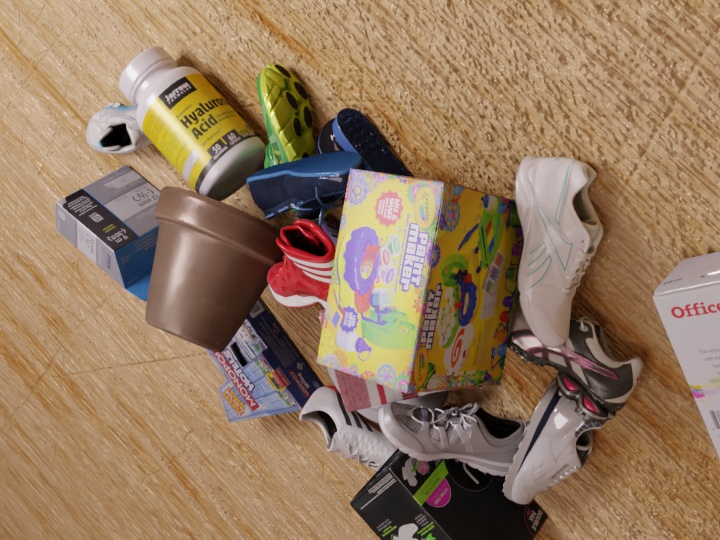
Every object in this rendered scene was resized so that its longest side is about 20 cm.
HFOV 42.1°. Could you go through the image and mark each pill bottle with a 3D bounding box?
[{"bbox_3d":[-0.227,-0.197,1.244,0.200,0.111,0.112,46,138,8],"label":"pill bottle"}]

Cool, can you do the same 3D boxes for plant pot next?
[{"bbox_3d":[-0.205,0.007,1.247,0.197,0.178,0.200,22,174,2],"label":"plant pot"}]

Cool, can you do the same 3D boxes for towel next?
[{"bbox_3d":[0.059,0.091,1.143,0.196,0.023,0.146,-12,117,3],"label":"towel"}]

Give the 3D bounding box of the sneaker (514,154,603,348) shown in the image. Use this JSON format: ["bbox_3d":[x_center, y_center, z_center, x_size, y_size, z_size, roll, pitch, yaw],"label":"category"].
[{"bbox_3d":[0.207,-0.017,0.966,0.079,0.070,0.205,2,103,31],"label":"sneaker"}]

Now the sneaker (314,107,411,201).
[{"bbox_3d":[0.016,-0.093,1.121,0.202,0.070,0.078,59,142,5],"label":"sneaker"}]

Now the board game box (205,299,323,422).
[{"bbox_3d":[-0.177,0.152,1.466,0.201,0.061,0.199,53,138,2],"label":"board game box"}]

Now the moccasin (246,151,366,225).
[{"bbox_3d":[-0.055,-0.095,1.093,0.198,0.080,0.069,3,116,55],"label":"moccasin"}]

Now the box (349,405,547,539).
[{"bbox_3d":[0.116,0.315,1.228,0.200,0.148,0.125,48,137,6],"label":"box"}]

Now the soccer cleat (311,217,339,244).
[{"bbox_3d":[0.000,0.000,1.207,0.201,0.072,0.069,55,167,25],"label":"soccer cleat"}]

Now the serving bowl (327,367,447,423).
[{"bbox_3d":[0.020,0.132,1.263,0.198,0.066,0.203,24,131,31],"label":"serving bowl"}]

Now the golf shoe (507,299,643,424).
[{"bbox_3d":[0.223,0.076,1.046,0.200,0.077,0.089,42,111,19],"label":"golf shoe"}]

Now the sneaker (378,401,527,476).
[{"bbox_3d":[0.116,0.190,1.166,0.196,0.075,0.083,15,122,-18],"label":"sneaker"}]

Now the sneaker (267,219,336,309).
[{"bbox_3d":[-0.069,-0.016,1.114,0.198,0.078,0.116,6,135,52],"label":"sneaker"}]

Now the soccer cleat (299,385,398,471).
[{"bbox_3d":[-0.002,0.248,1.345,0.199,0.085,0.069,42,137,15],"label":"soccer cleat"}]

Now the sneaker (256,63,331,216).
[{"bbox_3d":[-0.096,-0.156,1.175,0.082,0.074,0.203,1,117,38],"label":"sneaker"}]

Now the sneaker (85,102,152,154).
[{"bbox_3d":[-0.367,-0.205,1.390,0.198,0.086,0.076,-4,115,46],"label":"sneaker"}]

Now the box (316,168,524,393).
[{"bbox_3d":[0.072,0.012,0.984,0.120,0.191,0.204,13,94,36],"label":"box"}]

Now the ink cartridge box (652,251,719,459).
[{"bbox_3d":[0.382,0.080,0.872,0.143,0.084,0.203,-14,107,47],"label":"ink cartridge box"}]

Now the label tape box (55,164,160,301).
[{"bbox_3d":[-0.343,-0.059,1.419,0.199,0.143,0.067,35,136,20],"label":"label tape box"}]

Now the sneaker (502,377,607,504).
[{"bbox_3d":[0.230,0.223,1.125,0.079,0.077,0.202,26,134,15],"label":"sneaker"}]
